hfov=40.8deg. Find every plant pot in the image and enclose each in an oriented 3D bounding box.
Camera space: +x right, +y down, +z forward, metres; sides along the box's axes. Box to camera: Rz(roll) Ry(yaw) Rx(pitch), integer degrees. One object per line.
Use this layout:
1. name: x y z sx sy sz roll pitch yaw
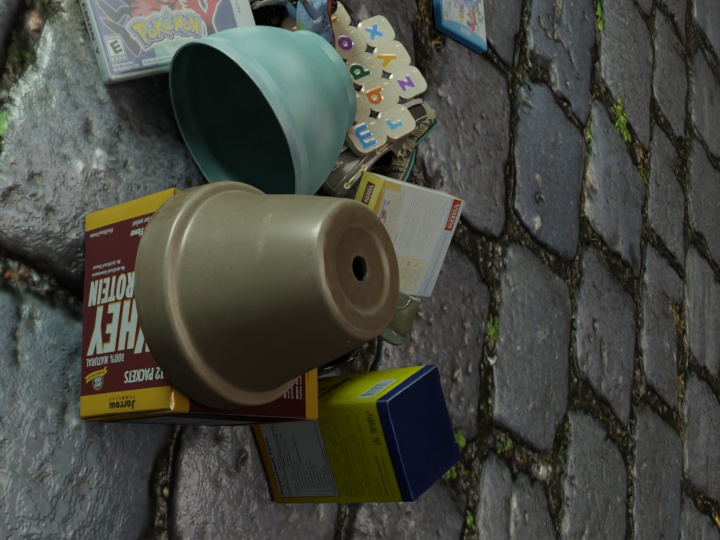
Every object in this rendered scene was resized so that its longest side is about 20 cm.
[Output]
1. plant pot: -0.065 0.009 0.828 0.199 0.172 0.205 19 65 -49
2. plant pot: -0.087 -0.170 1.012 0.133 0.199 0.203 -36 111 -30

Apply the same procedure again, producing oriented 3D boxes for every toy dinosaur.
1. toy dinosaur: -0.062 -0.294 1.124 0.199 0.104 0.185 19 94 -53

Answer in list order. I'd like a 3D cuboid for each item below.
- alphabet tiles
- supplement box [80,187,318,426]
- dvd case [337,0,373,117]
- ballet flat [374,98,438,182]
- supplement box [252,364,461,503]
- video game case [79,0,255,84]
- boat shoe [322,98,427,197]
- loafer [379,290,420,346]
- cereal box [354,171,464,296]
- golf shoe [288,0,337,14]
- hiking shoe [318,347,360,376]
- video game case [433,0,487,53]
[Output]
1. alphabet tiles: -0.016 -0.244 1.222 0.194 0.015 0.202 -29 83 -29
2. supplement box: -0.154 0.047 0.953 0.198 0.131 0.202 13 71 -51
3. dvd case: -0.025 -0.262 1.296 0.148 0.016 0.204 36 55 -44
4. ballet flat: 0.050 -0.180 1.350 0.075 0.068 0.201 42 41 -11
5. supplement box: -0.007 0.181 1.061 0.109 0.197 0.111 -25 101 -52
6. video game case: -0.208 -0.305 1.022 0.198 0.023 0.186 -22 99 -39
7. boat shoe: 0.021 -0.157 1.251 0.199 0.072 0.060 -37 89 -33
8. loafer: 0.000 0.000 1.152 0.200 0.070 0.075 46 12 21
9. cereal box: 0.051 -0.043 1.277 0.198 0.039 0.146 8 105 -53
10. golf shoe: -0.121 -0.359 1.159 0.197 0.095 0.079 17 109 -29
11. hiking shoe: -0.025 0.085 1.143 0.199 0.099 0.077 -31 106 -52
12. video game case: 0.161 -0.476 1.595 0.142 0.018 0.205 10 74 -53
